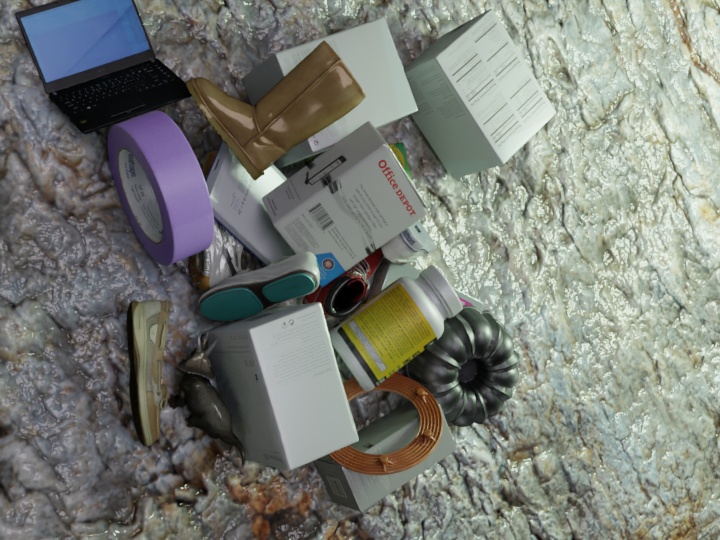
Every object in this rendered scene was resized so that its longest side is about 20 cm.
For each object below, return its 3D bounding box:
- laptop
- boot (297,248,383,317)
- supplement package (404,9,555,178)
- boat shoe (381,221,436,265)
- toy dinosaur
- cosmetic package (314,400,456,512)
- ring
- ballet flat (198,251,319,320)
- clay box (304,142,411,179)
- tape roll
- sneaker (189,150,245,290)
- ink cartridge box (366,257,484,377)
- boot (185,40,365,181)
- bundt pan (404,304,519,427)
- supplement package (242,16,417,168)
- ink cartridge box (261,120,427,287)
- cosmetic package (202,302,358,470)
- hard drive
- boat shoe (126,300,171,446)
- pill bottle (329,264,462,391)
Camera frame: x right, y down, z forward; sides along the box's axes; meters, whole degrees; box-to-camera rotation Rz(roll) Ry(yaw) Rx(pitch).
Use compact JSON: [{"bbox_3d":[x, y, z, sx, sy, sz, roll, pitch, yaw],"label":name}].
[{"bbox_3d":[-0.357,-0.302,1.414,0.175,0.200,0.105,-25,135,-26],"label":"laptop"},{"bbox_3d":[0.000,0.000,1.556,0.073,0.144,0.201,46,66,-14],"label":"boot"},{"bbox_3d":[0.184,-0.286,1.662,0.150,0.151,0.201,-42,105,-24],"label":"supplement package"},{"bbox_3d":[0.071,-0.042,1.597,0.069,0.200,0.071,-37,89,12],"label":"boat shoe"},{"bbox_3d":[-0.221,0.197,1.441,0.076,0.102,0.204,-18,84,-25],"label":"toy dinosaur"},{"bbox_3d":[0.041,0.287,1.576,0.198,0.106,0.092,-30,101,-28],"label":"cosmetic package"},{"bbox_3d":[0.028,0.227,1.538,0.198,0.200,0.020,-28,136,-26],"label":"ring"},{"bbox_3d":[-0.143,0.021,1.461,0.070,0.197,0.071,47,33,-46],"label":"ballet flat"},{"bbox_3d":[0.014,-0.138,1.622,0.197,0.047,0.117,-14,93,-32],"label":"clay box"},{"bbox_3d":[-0.277,-0.112,1.387,0.065,0.199,0.204,-24,97,-25],"label":"tape roll"},{"bbox_3d":[-0.205,-0.074,1.501,0.086,0.075,0.205,1,95,-34],"label":"sneaker"},{"bbox_3d":[0.094,0.098,1.655,0.197,0.043,0.177,26,73,-24],"label":"ink cartridge box"},{"bbox_3d":[-0.119,-0.251,1.407,0.199,0.066,0.176,-39,108,1],"label":"boot"},{"bbox_3d":[0.174,0.165,1.639,0.198,0.076,0.206,-5,106,-19],"label":"bundt pan"},{"bbox_3d":[-0.048,-0.270,1.547,0.198,0.150,0.154,-25,97,-26],"label":"supplement package"},{"bbox_3d":[-0.022,-0.096,1.479,0.198,0.085,0.147,-34,128,3],"label":"ink cartridge box"},{"bbox_3d":[-0.119,0.165,1.448,0.121,0.198,0.204,-19,94,-27],"label":"cosmetic package"},{"bbox_3d":[-0.151,-0.097,1.496,0.200,0.025,0.134,45,52,-41],"label":"hard drive"},{"bbox_3d":[-0.294,0.145,1.432,0.062,0.073,0.205,-2,80,-23],"label":"boat shoe"},{"bbox_3d":[0.056,0.085,1.555,0.199,0.112,0.113,-36,103,-3],"label":"pill bottle"}]
